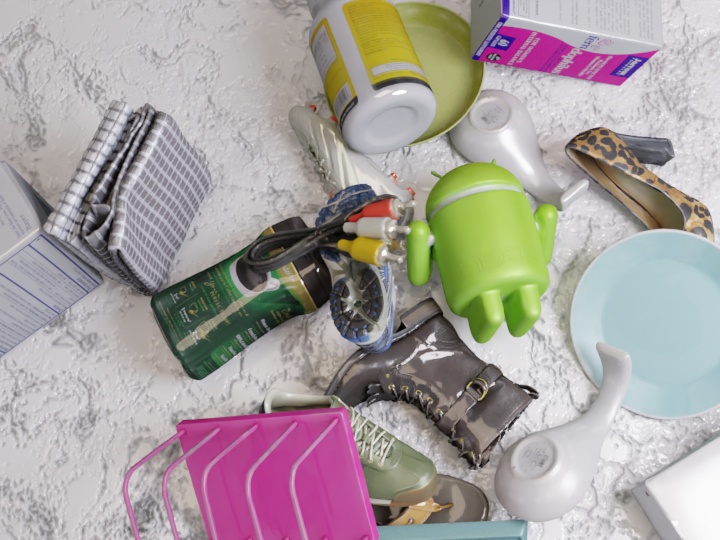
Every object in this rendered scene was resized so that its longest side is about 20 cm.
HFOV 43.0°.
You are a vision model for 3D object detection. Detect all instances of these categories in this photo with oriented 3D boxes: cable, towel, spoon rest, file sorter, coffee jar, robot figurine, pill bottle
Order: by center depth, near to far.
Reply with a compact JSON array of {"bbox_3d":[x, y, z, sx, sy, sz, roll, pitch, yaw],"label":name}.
[{"bbox_3d":[-0.107,0.228,0.876,0.197,0.125,0.141,-8,103,26],"label":"file sorter"},{"bbox_3d":[-0.031,-0.043,0.939,0.197,0.051,0.098,1,54,25],"label":"cable"},{"bbox_3d":[0.216,0.172,0.941,0.201,0.061,0.099,-50,40,-15],"label":"spoon rest"},{"bbox_3d":[0.136,-0.028,0.993,0.172,0.116,0.203,-9,68,-10],"label":"robot figurine"},{"bbox_3d":[-0.240,-0.074,1.000,0.084,0.200,0.168,22,77,10],"label":"towel"},{"bbox_3d":[-0.126,0.028,1.019,0.198,0.086,0.105,-30,65,-4],"label":"coffee jar"},{"bbox_3d":[0.005,-0.242,1.038,0.110,0.112,0.203,-19,65,-1],"label":"pill bottle"},{"bbox_3d":[0.183,-0.138,1.067,0.099,0.061,0.201,-36,60,-7],"label":"spoon rest"}]

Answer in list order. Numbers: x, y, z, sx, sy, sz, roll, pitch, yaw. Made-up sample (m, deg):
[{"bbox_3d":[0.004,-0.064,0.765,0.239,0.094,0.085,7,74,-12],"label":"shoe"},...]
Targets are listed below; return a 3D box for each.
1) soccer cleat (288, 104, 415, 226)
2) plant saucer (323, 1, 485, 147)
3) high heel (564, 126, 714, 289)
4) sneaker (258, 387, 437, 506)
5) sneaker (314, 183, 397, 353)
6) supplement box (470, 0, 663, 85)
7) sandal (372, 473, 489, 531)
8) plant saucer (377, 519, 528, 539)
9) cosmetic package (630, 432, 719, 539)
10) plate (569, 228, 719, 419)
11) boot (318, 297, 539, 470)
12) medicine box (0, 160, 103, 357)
[{"bbox_3d":[-0.022,-0.114,1.066,0.200,0.069,0.078,43,84,12],"label":"soccer cleat"},{"bbox_3d":[0.053,-0.231,1.100,0.196,0.031,0.203,-4,67,11],"label":"plant saucer"},{"bbox_3d":[0.301,-0.067,0.997,0.140,0.072,0.203,1,59,-21],"label":"high heel"},{"bbox_3d":[-0.018,0.173,0.926,0.197,0.091,0.067,13,45,19],"label":"sneaker"},{"bbox_3d":[0.000,0.000,0.983,0.076,0.085,0.203,-13,56,16],"label":"sneaker"},{"bbox_3d":[0.235,-0.294,1.051,0.196,0.101,0.105,6,73,-12],"label":"supplement box"},{"bbox_3d":[0.035,0.238,0.957,0.197,0.055,0.083,16,75,10],"label":"sandal"},{"bbox_3d":[0.073,0.289,0.934,0.196,0.071,0.019,-3,31,4],"label":"plant saucer"},{"bbox_3d":[0.388,0.213,0.920,0.198,0.085,0.109,-29,72,-3],"label":"cosmetic package"},{"bbox_3d":[0.323,0.056,0.970,0.197,0.025,0.204,4,100,24],"label":"plate"},{"bbox_3d":[0.072,0.142,0.976,0.199,0.069,0.174,-39,73,-10],"label":"boot"},{"bbox_3d":[-0.414,0.006,0.999,0.199,0.183,0.103,-36,73,-7],"label":"medicine box"}]
